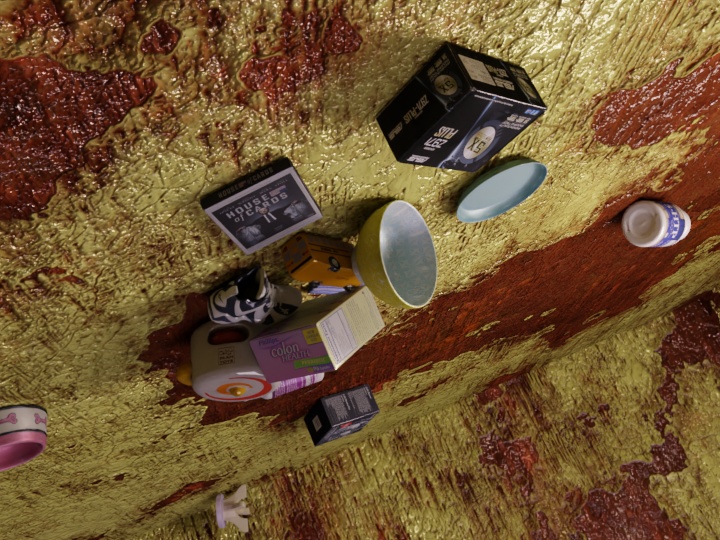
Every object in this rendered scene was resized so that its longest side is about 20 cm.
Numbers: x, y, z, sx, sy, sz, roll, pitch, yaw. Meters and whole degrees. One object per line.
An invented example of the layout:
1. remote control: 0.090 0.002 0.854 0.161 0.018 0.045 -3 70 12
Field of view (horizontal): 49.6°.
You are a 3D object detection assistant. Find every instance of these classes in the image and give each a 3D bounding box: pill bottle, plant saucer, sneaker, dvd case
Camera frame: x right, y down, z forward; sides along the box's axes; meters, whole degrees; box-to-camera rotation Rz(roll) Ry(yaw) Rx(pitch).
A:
1. pill bottle: 0.793 -0.123 2.070 0.199 0.120 0.120 -3 150 -45
2. pill bottle: -0.197 0.240 1.857 0.199 0.113 0.112 -17 158 -19
3. plant saucer: 0.277 -0.162 1.549 0.199 0.028 0.200 -21 159 -8
4. sneaker: -0.177 0.044 1.464 0.198 0.080 0.129 3 155 -33
5. dvd case: -0.151 -0.098 1.241 0.150 0.025 0.200 -26 159 2

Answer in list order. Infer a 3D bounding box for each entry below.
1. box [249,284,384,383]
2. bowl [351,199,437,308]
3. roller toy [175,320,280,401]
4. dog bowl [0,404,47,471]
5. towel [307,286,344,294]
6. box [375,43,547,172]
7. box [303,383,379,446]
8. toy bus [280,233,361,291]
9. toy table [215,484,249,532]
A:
1. box: -0.082 0.123 1.525 0.175 0.097 0.200 -16 -169 35
2. bowl: 0.048 -0.021 1.443 0.107 0.202 0.200 -13 168 34
3. roller toy: -0.255 0.187 1.582 0.199 0.141 0.182 17 144 -38
4. dog bowl: -0.735 0.350 1.586 0.199 0.074 0.200 -22 158 -9
5. towel: 0.000 0.000 1.633 0.200 0.024 0.144 -38 154 31
6. box: 0.152 -0.235 1.164 0.199 0.087 0.164 -1 149 -47
7. box: -0.063 0.477 2.564 0.181 0.105 0.200 -14 157 -29
8. toy bus: -0.056 -0.014 1.464 0.065 0.079 0.200 -37 156 27
9. toy table: -0.516 0.966 3.148 0.116 0.185 0.200 -5 165 -4
